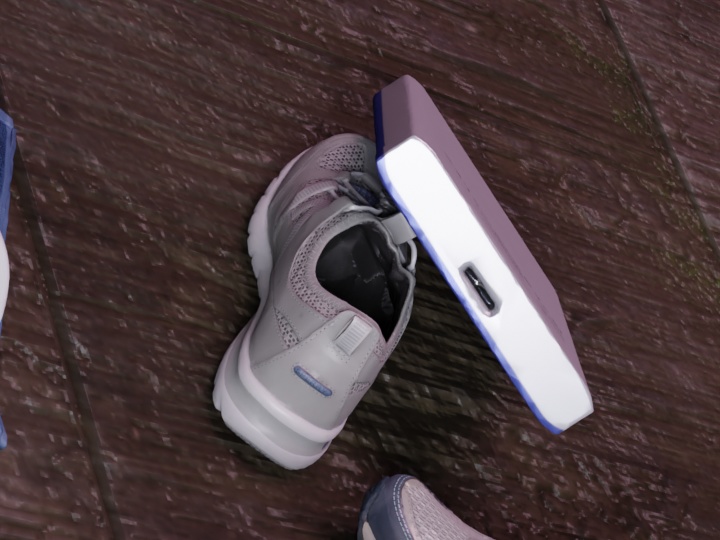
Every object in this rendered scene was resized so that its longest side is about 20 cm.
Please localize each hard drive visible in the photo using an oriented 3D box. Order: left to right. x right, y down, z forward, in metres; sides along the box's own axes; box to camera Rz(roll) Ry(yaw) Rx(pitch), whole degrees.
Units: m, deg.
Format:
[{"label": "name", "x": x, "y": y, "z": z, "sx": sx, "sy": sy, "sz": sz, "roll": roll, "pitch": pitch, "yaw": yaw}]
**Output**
[{"label": "hard drive", "x": 0.049, "y": -0.012, "z": 1.219, "sx": 0.132, "sy": 0.025, "sz": 0.200, "roll": 56, "pitch": 6, "yaw": -9}]

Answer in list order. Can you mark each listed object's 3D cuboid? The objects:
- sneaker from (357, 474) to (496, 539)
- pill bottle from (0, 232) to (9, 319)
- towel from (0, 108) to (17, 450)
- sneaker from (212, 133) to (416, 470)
[{"label": "sneaker", "x": 0.086, "y": 0.142, "z": 1.113, "sx": 0.200, "sy": 0.086, "sz": 0.078, "roll": 43, "pitch": 28, "yaw": -6}, {"label": "pill bottle", "x": -0.195, "y": -0.038, "z": 0.884, "sx": 0.115, "sy": 0.116, "sz": 0.200, "roll": 13, "pitch": 24, "yaw": -45}, {"label": "towel", "x": -0.174, "y": -0.012, "z": 1.003, "sx": 0.111, "sy": 0.049, "sz": 0.200, "roll": 30, "pitch": 33, "yaw": -25}, {"label": "sneaker", "x": 0.000, "y": 0.000, "z": 1.179, "sx": 0.075, "sy": 0.082, "sz": 0.200, "roll": 36, "pitch": 31, "yaw": -17}]
